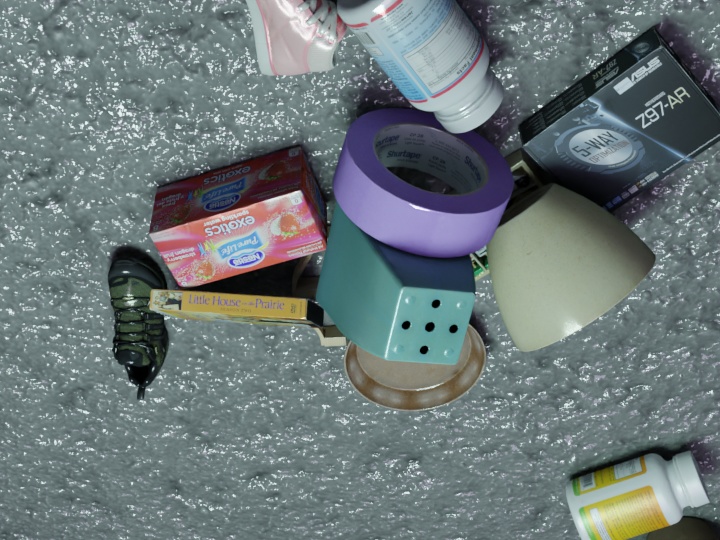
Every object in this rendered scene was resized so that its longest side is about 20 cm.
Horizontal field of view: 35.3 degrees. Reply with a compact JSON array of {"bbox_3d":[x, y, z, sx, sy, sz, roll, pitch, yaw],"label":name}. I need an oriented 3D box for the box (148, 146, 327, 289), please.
[{"bbox_3d":[-0.147,-0.063,1.391,0.199,0.096,0.100,-15,130,10],"label":"box"}]

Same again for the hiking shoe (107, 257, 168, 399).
[{"bbox_3d":[-0.292,0.076,1.499,0.075,0.101,0.201,-5,130,1],"label":"hiking shoe"}]

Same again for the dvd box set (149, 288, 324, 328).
[{"bbox_3d":[-0.155,0.050,1.454,0.199,0.030,0.146,4,173,6],"label":"dvd box set"}]

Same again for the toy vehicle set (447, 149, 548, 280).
[{"bbox_3d":[0.156,-0.057,1.453,0.200,0.027,0.124,-32,124,22],"label":"toy vehicle set"}]

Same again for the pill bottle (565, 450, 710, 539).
[{"bbox_3d":[0.429,0.349,1.747,0.199,0.111,0.111,-22,127,16],"label":"pill bottle"}]

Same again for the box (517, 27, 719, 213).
[{"bbox_3d":[0.316,-0.169,1.354,0.200,0.044,0.160,-35,123,24],"label":"box"}]

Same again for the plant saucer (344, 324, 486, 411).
[{"bbox_3d":[0.076,0.118,1.592,0.199,0.035,0.201,0,129,-1],"label":"plant saucer"}]

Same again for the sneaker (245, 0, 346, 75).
[{"bbox_3d":[-0.068,-0.293,1.206,0.104,0.076,0.201,6,139,13],"label":"sneaker"}]

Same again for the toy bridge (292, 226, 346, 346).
[{"bbox_3d":[-0.058,0.022,1.511,0.067,0.027,0.201,-3,130,2],"label":"toy bridge"}]

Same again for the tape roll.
[{"bbox_3d":[0.072,-0.103,1.298,0.199,0.201,0.066,11,130,-11],"label":"tape roll"}]

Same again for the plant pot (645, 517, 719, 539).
[{"bbox_3d":[0.539,0.507,1.841,0.199,0.175,0.201,-1,129,-1],"label":"plant pot"}]

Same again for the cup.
[{"bbox_3d":[0.231,-0.018,1.366,0.200,0.200,0.143,-34,96,24],"label":"cup"}]

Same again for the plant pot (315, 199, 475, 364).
[{"bbox_3d":[0.049,0.022,1.304,0.141,0.200,0.142,6,113,-19],"label":"plant pot"}]

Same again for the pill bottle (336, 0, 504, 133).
[{"bbox_3d":[0.072,-0.248,1.238,0.108,0.109,0.200,-29,125,21],"label":"pill bottle"}]
